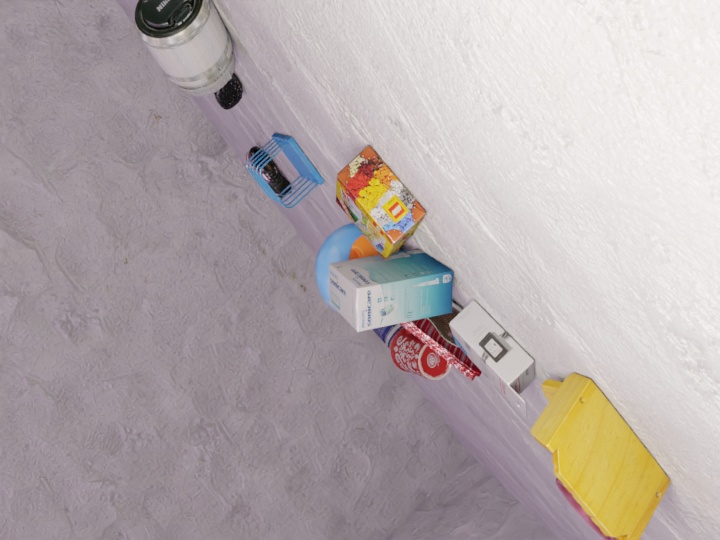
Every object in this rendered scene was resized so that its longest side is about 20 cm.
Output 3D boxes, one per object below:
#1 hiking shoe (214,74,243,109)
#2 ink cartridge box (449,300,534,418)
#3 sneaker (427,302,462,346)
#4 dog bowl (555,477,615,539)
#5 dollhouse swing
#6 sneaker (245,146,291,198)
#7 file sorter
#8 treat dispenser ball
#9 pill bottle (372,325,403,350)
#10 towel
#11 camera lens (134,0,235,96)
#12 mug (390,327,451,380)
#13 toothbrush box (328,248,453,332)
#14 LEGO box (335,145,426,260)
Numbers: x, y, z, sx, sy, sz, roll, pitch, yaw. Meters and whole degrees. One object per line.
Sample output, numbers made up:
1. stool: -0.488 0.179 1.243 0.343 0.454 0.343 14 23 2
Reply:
1. hiking shoe: -0.356 -0.496 1.848 0.102 0.075 0.202 55 168 28
2. ink cartridge box: 0.256 0.163 1.345 0.200 0.066 0.116 47 173 27
3. sneaker: 0.179 0.084 1.533 0.199 0.074 0.084 40 -156 22
4. dog bowl: 0.485 0.474 1.517 0.201 0.073 0.200 49 174 7
5. dollhouse swing: 0.332 0.284 1.127 0.201 0.182 0.175 49 153 -7
6. sneaker: -0.304 -0.323 2.416 0.200 0.080 0.086 44 163 -1
7. file sorter: -0.200 -0.252 1.882 0.140 0.122 0.200 51 173 -22
8. treat dispenser ball: 0.000 0.000 1.579 0.202 0.200 0.201 48 174 7
9. pill bottle: 0.082 0.152 2.287 0.200 0.111 0.111 46 173 26
10. towel: 0.179 0.141 1.544 0.198 0.023 0.144 38 -157 7
11. camera lens: -0.352 -0.474 1.489 0.160 0.159 0.201 46 173 24
12. mug: 0.163 0.222 2.070 0.178 0.133 0.200 49 171 -13
13. toothbrush box: 0.054 0.032 1.362 0.146 0.195 0.088 -143 49 -59
14. LEGO box: 0.030 -0.112 1.287 0.150 0.077 0.200 49 174 4
